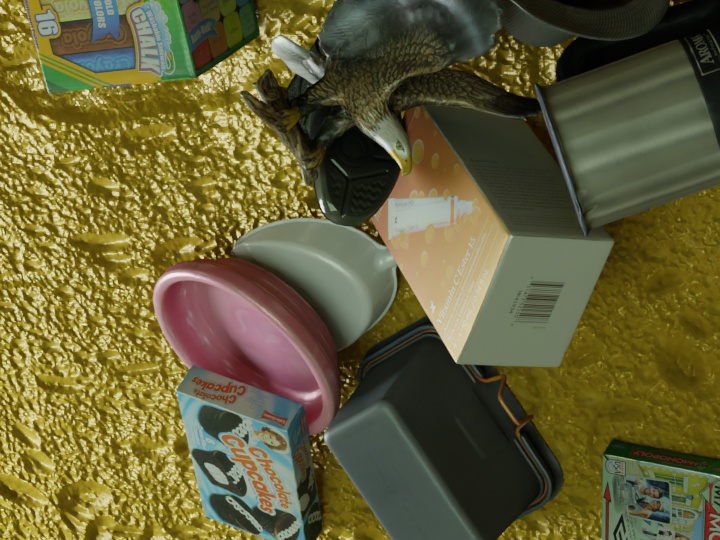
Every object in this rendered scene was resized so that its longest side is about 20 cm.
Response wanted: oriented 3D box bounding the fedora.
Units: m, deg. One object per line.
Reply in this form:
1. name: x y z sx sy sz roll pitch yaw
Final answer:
1. fedora: 0.142 -0.239 1.473 0.175 0.202 0.090 6 155 -19

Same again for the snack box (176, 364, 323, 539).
1. snack box: -0.100 0.177 1.822 0.115 0.037 0.201 18 143 20

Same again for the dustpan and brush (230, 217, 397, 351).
1. dustpan and brush: 0.000 0.000 1.723 0.199 0.057 0.140 -11 122 42

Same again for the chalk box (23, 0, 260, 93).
1. chalk box: -0.168 -0.232 1.657 0.198 0.125 0.125 -1 112 29

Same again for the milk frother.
1. milk frother: 0.242 -0.084 1.452 0.186 0.181 0.201 -18 112 6

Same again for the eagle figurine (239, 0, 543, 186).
1. eagle figurine: 0.026 -0.141 1.487 0.199 0.152 0.152 -29 96 7

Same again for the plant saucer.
1. plant saucer: -0.094 0.061 1.765 0.199 0.051 0.201 29 149 19

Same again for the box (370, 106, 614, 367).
1. box: 0.099 -0.034 1.561 0.201 0.097 0.125 60 138 47

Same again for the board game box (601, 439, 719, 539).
1. board game box: 0.276 0.252 1.711 0.133 0.029 0.202 9 116 25

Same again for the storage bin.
1. storage bin: 0.070 0.159 1.711 0.145 0.134 0.201 -31 98 35

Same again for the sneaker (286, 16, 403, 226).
1. sneaker: -0.017 -0.112 1.617 0.076 0.201 0.114 9 151 -20
